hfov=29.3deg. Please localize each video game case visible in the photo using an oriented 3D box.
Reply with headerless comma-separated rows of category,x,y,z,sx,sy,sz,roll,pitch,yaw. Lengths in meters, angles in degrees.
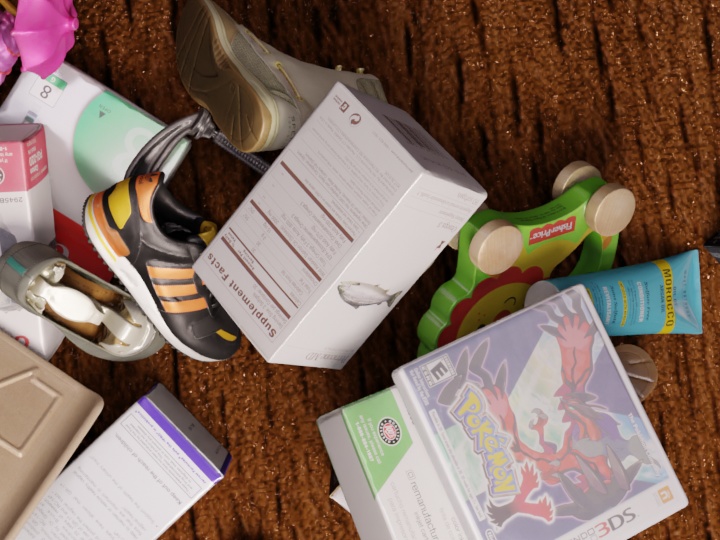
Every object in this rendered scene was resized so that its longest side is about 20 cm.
video game case,0.145,0.134,1.094,0.182,0.023,0.201,-23,84,-21

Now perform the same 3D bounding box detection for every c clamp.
c clamp,-0.103,-0.075,1.229,0.199,0.027,0.171,28,100,-21

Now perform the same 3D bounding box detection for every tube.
tube,0.233,0.027,1.219,0.199,0.050,0.078,-6,98,-36

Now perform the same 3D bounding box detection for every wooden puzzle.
wooden puzzle,-0.340,0.129,1.126,0.200,0.046,0.186,33,58,-3

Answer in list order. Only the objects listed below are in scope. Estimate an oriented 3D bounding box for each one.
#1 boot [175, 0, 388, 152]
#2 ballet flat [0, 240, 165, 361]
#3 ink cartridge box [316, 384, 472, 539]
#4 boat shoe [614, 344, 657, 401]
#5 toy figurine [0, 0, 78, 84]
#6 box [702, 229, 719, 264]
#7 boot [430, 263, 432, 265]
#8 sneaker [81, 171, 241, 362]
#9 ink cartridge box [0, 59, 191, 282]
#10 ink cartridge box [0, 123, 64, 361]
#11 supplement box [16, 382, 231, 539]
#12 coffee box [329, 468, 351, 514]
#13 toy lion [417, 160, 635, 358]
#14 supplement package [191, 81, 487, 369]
boot,-0.068,-0.169,1.216,0.154,0.200,0.072,1,129,-35
ballet flat,-0.226,0.039,1.177,0.200,0.064,0.068,35,86,-47
ink cartridge box,0.087,0.149,1.132,0.199,0.087,0.146,-19,82,-21
boat shoe,0.176,0.139,1.241,0.200,0.072,0.072,-35,77,-9
toy figurine,-0.330,-0.230,1.174,0.184,0.150,0.200,47,113,6
box,0.420,0.016,1.218,0.106,0.122,0.200,-44,92,0
boot,0.000,0.000,1.208,0.075,0.107,0.200,33,94,-38
sneaker,-0.149,-0.001,1.190,0.090,0.070,0.200,-24,122,24
ink cartridge box,-0.269,-0.073,1.237,0.161,0.050,0.200,31,89,-2
ink cartridge box,-0.344,-0.020,1.197,0.145,0.085,0.201,-3,107,0
supplement box,-0.222,0.207,1.221,0.200,0.101,0.103,-44,92,0
coffee box,0.072,0.223,1.223,0.200,0.114,0.080,40,91,-3
toy lion,0.140,0.018,1.215,0.199,0.069,0.192,-18,127,-27
supplement package,-0.017,-0.032,1.123,0.200,0.117,0.117,-50,63,16
